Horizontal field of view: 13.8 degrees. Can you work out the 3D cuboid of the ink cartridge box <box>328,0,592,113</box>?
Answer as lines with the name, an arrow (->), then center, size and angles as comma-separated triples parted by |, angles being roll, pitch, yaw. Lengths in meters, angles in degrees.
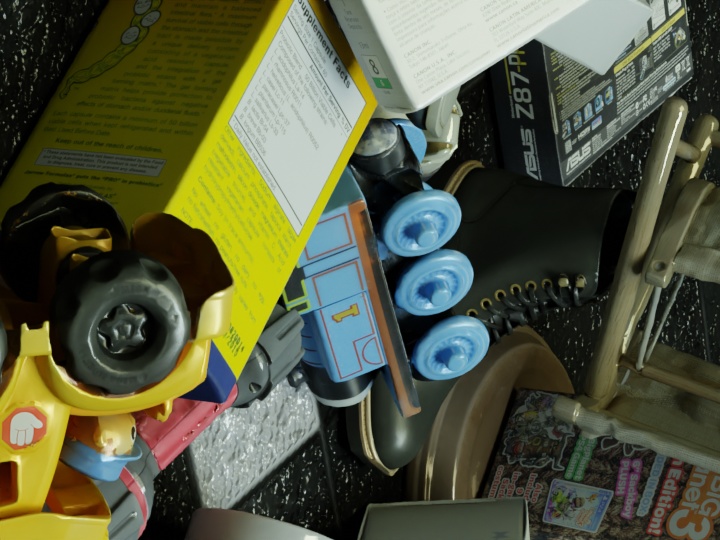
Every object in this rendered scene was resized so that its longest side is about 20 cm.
ink cartridge box -> 0.039, -0.203, 1.480 | 0.160, 0.050, 0.201 | -32, 105, -21

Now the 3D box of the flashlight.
flashlight -> -0.098, 0.079, 1.525 | 0.200, 0.067, 0.068 | -43, 152, -42

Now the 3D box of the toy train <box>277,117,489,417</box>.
toy train -> 0.000, 0.000, 1.637 | 0.201, 0.114, 0.087 | 75, -7, -48

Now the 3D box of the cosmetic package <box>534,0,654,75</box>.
cosmetic package -> 0.049, -0.199, 1.604 | 0.199, 0.151, 0.052 | 24, 112, -39

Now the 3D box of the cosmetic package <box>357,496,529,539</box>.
cosmetic package -> 0.055, 0.242, 1.752 | 0.087, 0.103, 0.201 | -75, 162, -73

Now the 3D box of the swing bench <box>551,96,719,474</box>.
swing bench -> 0.242, 0.029, 1.705 | 0.201, 0.198, 0.130 | -70, 163, 3

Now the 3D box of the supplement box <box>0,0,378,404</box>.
supplement box -> -0.090, -0.050, 1.483 | 0.201, 0.109, 0.109 | -63, 143, -29

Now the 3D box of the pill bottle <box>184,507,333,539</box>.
pill bottle -> -0.071, 0.232, 1.550 | 0.119, 0.119, 0.201 | 36, 65, -54

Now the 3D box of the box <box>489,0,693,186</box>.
box -> 0.147, -0.164, 1.905 | 0.200, 0.049, 0.162 | -40, 129, -49

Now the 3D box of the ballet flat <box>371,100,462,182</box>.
ballet flat -> 0.015, -0.083, 1.686 | 0.200, 0.073, 0.074 | 17, 80, -58

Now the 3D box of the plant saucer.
plant saucer -> 0.089, 0.129, 1.878 | 0.200, 0.029, 0.202 | -11, 103, -57

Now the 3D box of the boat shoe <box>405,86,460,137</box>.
boat shoe -> 0.031, -0.132, 1.606 | 0.200, 0.061, 0.075 | -77, -172, -62

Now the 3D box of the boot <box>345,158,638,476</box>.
boot -> 0.079, 0.028, 1.740 | 0.077, 0.138, 0.201 | 41, 62, -53

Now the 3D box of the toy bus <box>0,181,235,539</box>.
toy bus -> -0.161, 0.070, 1.309 | 0.199, 0.136, 0.193 | -6, 108, -19

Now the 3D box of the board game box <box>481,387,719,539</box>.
board game box -> 0.198, 0.160, 1.843 | 0.160, 0.199, 0.097 | 49, 54, -49
